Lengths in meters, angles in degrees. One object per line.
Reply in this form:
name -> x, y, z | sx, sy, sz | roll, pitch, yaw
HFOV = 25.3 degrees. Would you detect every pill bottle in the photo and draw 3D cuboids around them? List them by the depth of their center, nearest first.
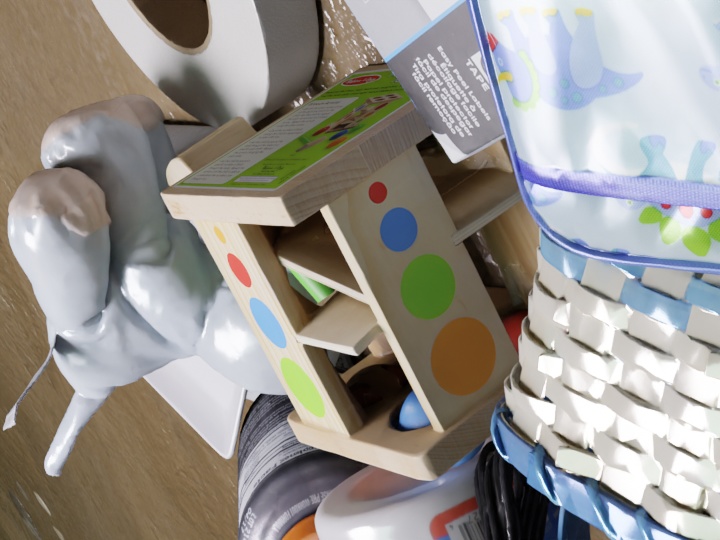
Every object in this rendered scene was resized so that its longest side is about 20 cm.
pill bottle -> 0.066, 0.181, 0.751 | 0.112, 0.112, 0.200 | -9, 105, 64
pill bottle -> -0.016, 0.133, 0.891 | 0.106, 0.106, 0.200 | 63, -176, -16

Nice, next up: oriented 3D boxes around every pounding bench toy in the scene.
pounding bench toy -> 0.000, 0.000, 0.757 | 0.200, 0.124, 0.156 | 6, 127, 60

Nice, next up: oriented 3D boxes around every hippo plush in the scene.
hippo plush -> -0.088, 0.002, 0.847 | 0.160, 0.200, 0.159 | 8, 156, 12

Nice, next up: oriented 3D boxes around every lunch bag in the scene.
lunch bag -> 0.127, -0.069, 0.425 | 0.200, 0.082, 0.161 | 10, 130, 34

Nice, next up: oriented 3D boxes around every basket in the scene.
basket -> 0.135, 0.067, 0.553 | 0.176, 0.139, 0.200 | 31, 127, 46

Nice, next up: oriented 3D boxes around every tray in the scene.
tray -> -0.123, 0.020, 1.007 | 0.200, 0.022, 0.108 | 39, 127, 37

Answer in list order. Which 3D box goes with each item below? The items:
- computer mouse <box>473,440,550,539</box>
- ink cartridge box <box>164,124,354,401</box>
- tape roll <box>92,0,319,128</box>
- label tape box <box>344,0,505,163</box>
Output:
computer mouse -> 0.117, 0.139, 0.708 | 0.046, 0.200, 0.141 | -27, 58, 46
ink cartridge box -> -0.097, -0.003, 1.043 | 0.200, 0.041, 0.200 | 11, 131, 58
tape roll -> -0.098, -0.168, 0.834 | 0.203, 0.037, 0.203 | 43, 154, 27
label tape box -> 0.055, -0.133, 0.555 | 0.143, 0.066, 0.200 | 56, 158, -3
